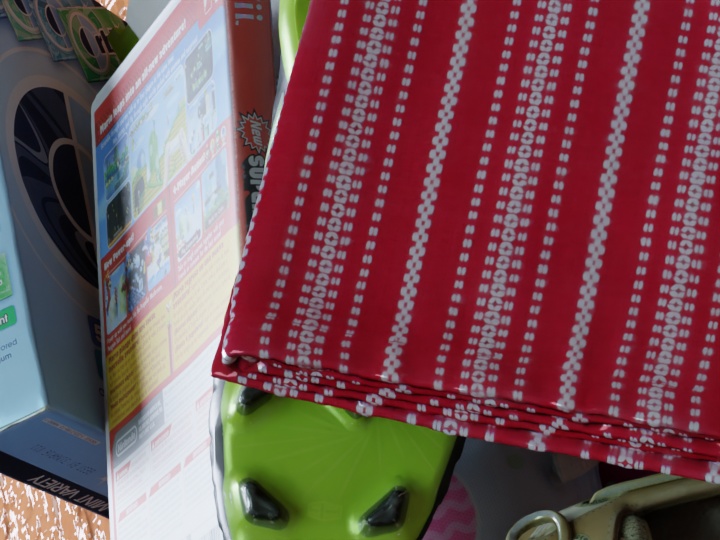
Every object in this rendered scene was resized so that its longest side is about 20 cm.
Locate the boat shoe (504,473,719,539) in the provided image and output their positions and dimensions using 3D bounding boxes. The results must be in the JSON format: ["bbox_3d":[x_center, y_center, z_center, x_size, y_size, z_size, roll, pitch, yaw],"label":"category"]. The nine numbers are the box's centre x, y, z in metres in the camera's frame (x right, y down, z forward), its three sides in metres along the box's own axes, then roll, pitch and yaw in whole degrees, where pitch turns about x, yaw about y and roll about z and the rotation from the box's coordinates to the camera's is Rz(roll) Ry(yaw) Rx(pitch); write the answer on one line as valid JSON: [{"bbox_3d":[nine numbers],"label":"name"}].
[{"bbox_3d":[0.092,0.077,0.730,0.063,0.200,0.073,72,-172,-62],"label":"boat shoe"}]

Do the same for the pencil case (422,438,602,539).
[{"bbox_3d":[0.044,0.122,0.796,0.083,0.090,0.201,74,180,-62],"label":"pencil case"}]

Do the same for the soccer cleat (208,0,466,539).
[{"bbox_3d":[0.000,0.000,0.792,0.081,0.067,0.201,89,-173,-68],"label":"soccer cleat"}]

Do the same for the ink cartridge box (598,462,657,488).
[{"bbox_3d":[0.083,0.071,0.884,0.200,0.075,0.165,18,102,56],"label":"ink cartridge box"}]

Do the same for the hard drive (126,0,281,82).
[{"bbox_3d":[-0.001,-0.081,0.937,0.132,0.026,0.200,-61,41,22],"label":"hard drive"}]

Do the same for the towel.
[{"bbox_3d":[0.073,-0.022,0.730,0.022,0.199,0.145,69,-147,-66],"label":"towel"}]

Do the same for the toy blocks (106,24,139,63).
[{"bbox_3d":[0.000,-0.069,1.025,0.137,0.100,0.200,-53,43,22],"label":"toy blocks"}]

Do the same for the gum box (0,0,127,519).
[{"bbox_3d":[-0.098,-0.009,1.081,0.044,0.170,0.201,-25,61,21],"label":"gum box"}]

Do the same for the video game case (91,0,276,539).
[{"bbox_3d":[-0.053,0.016,0.933,0.143,0.017,0.201,139,130,-62],"label":"video game case"}]
